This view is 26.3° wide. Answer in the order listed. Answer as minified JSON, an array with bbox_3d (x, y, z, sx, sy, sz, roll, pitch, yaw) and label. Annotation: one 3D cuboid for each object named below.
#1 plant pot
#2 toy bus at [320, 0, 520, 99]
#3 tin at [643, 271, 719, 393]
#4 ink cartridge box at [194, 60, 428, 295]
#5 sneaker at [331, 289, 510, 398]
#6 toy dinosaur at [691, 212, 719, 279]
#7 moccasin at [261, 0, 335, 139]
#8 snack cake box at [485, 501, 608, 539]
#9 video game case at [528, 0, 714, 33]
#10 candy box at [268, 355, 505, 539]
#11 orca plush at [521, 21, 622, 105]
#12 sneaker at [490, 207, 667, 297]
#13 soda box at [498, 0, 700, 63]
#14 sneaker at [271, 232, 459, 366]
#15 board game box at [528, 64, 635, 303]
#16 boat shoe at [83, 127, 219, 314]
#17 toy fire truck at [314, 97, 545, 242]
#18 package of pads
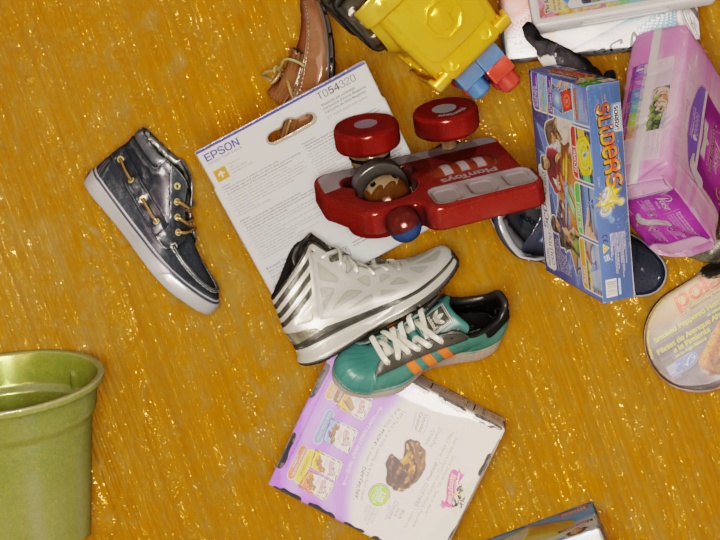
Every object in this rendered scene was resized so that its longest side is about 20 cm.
[{"bbox_3d":[-0.357,0.201,1.617,0.198,0.201,0.186,-4,105,6],"label":"plant pot"},{"bbox_3d":[0.073,-0.249,1.541,0.136,0.200,0.192,-45,108,2],"label":"toy bus"},{"bbox_3d":[0.384,0.044,1.591,0.199,0.042,0.112,-32,94,7],"label":"tin"},{"bbox_3d":[-0.042,-0.090,1.575,0.195,0.043,0.201,-27,115,0],"label":"ink cartridge box"},{"bbox_3d":[0.063,0.065,1.564,0.199,0.080,0.072,-19,60,-23],"label":"sneaker"},{"bbox_3d":[0.335,-0.050,1.549,0.199,0.077,0.102,36,76,14],"label":"toy dinosaur"},{"bbox_3d":[-0.068,-0.182,1.610,0.077,0.074,0.203,7,104,-3],"label":"moccasin"},{"bbox_3d":[0.162,0.314,1.593,0.199,0.115,0.068,-21,91,7],"label":"snack cake box"},{"bbox_3d":[0.248,-0.343,1.548,0.180,0.024,0.202,-9,70,5],"label":"video game case"},{"bbox_3d":[0.030,0.190,1.621,0.199,0.072,0.169,27,96,4],"label":"candy box"},{"bbox_3d":[0.225,-0.179,1.552,0.200,0.105,0.071,48,60,-27],"label":"orca plush"},{"bbox_3d":[0.220,-0.023,1.567,0.199,0.108,0.071,25,96,4],"label":"sneaker"},{"bbox_3d":[0.242,-0.255,1.572,0.198,0.064,0.069,-5,93,7],"label":"soda box"},{"bbox_3d":[0.000,0.000,1.561,0.200,0.076,0.116,-31,100,-16],"label":"sneaker"},{"bbox_3d":[0.205,-0.084,1.439,0.034,0.135,0.202,-11,107,-14],"label":"board game box"},{"bbox_3d":[-0.198,-0.053,1.627,0.091,0.071,0.201,-42,87,11],"label":"boat shoe"},{"bbox_3d":[0.061,-0.082,1.488,0.198,0.168,0.113,-13,115,-10],"label":"toy fire truck"},{"bbox_3d":[0.304,-0.125,1.500,0.075,0.120,0.201,-12,49,36],"label":"package of pads"}]
